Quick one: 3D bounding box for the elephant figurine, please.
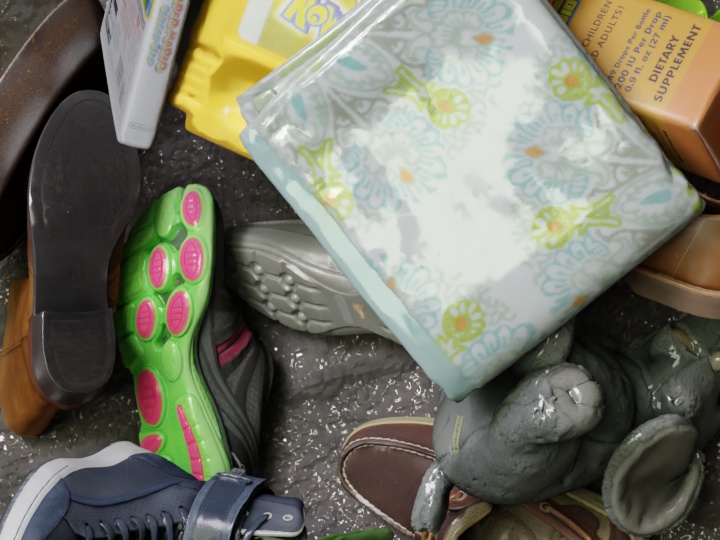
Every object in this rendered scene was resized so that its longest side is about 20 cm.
[{"bbox_3d":[0.149,0.077,1.518,0.155,0.199,0.142,-27,56,51],"label":"elephant figurine"}]

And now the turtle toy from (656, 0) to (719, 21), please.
[{"bbox_3d":[0.158,-0.111,1.559,0.199,0.101,0.147,-14,62,19],"label":"turtle toy"}]

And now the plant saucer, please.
[{"bbox_3d":[-0.203,-0.078,1.670,0.032,0.200,0.201,30,94,5],"label":"plant saucer"}]

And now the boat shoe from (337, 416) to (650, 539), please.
[{"bbox_3d":[0.067,0.142,1.566,0.199,0.072,0.073,23,110,22],"label":"boat shoe"}]

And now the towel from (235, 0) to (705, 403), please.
[{"bbox_3d":[0.053,-0.058,1.412,0.171,0.048,0.200,-38,90,11],"label":"towel"}]

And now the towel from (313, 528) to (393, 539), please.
[{"bbox_3d":[-0.017,0.250,1.537,0.030,0.149,0.201,6,91,20],"label":"towel"}]

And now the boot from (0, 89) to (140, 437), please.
[{"bbox_3d":[-0.183,-0.001,1.665,0.068,0.200,0.190,-3,82,-16],"label":"boot"}]

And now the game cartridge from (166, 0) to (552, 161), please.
[{"bbox_3d":[0.007,-0.139,1.453,0.175,0.032,0.201,23,96,10],"label":"game cartridge"}]

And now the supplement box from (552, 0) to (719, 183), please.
[{"bbox_3d":[0.122,-0.116,1.478,0.199,0.069,0.067,21,75,34],"label":"supplement box"}]

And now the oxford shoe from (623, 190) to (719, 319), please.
[{"bbox_3d":[0.125,-0.038,1.470,0.199,0.071,0.072,16,114,14],"label":"oxford shoe"}]

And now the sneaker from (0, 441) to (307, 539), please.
[{"bbox_3d":[-0.111,0.157,1.513,0.145,0.202,0.077,20,109,18],"label":"sneaker"}]

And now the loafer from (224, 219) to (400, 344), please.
[{"bbox_3d":[0.000,0.000,1.638,0.199,0.070,0.070,13,47,31],"label":"loafer"}]

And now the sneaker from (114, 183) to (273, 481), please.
[{"bbox_3d":[-0.099,0.047,1.648,0.076,0.084,0.201,1,98,31],"label":"sneaker"}]

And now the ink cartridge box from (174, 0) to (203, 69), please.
[{"bbox_3d":[-0.006,-0.166,1.617,0.200,0.145,0.084,-39,68,13],"label":"ink cartridge box"}]

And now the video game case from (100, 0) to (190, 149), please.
[{"bbox_3d":[-0.111,-0.186,1.524,0.023,0.200,0.183,12,110,-13],"label":"video game case"}]
